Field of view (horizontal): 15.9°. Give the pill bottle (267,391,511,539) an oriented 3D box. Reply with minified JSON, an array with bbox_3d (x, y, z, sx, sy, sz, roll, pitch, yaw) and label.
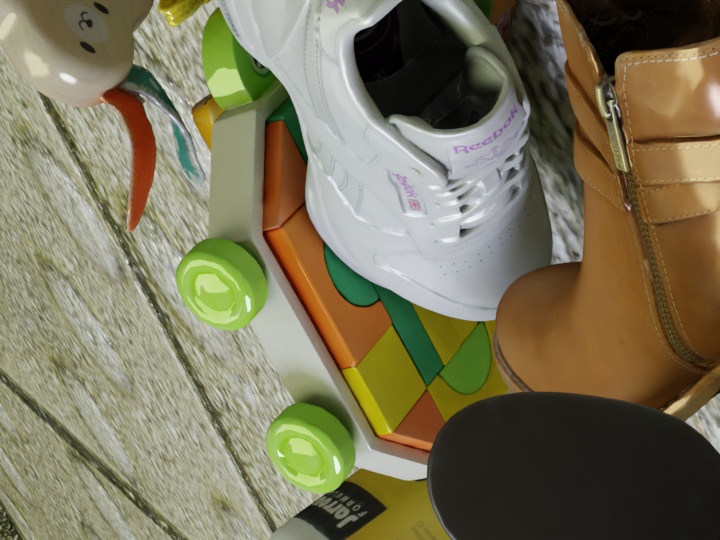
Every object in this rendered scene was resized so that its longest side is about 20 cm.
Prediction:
[{"bbox_3d":[0.032,0.122,0.996,0.112,0.199,0.112,49,163,21],"label":"pill bottle"}]

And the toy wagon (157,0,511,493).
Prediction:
[{"bbox_3d":[-0.007,-0.023,0.931,0.039,0.155,0.201,-13,114,38],"label":"toy wagon"}]

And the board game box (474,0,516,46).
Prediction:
[{"bbox_3d":[0.011,-0.131,0.825,0.095,0.030,0.200,33,162,10],"label":"board game box"}]

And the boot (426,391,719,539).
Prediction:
[{"bbox_3d":[0.065,0.079,0.798,0.185,0.065,0.200,22,173,-22],"label":"boot"}]

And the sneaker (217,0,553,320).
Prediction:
[{"bbox_3d":[0.020,-0.040,0.842,0.100,0.075,0.200,40,169,46],"label":"sneaker"}]

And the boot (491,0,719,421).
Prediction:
[{"bbox_3d":[0.087,-0.022,0.785,0.199,0.074,0.155,9,133,54],"label":"boot"}]

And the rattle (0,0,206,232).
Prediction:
[{"bbox_3d":[-0.101,-0.139,1.064,0.130,0.143,0.201,13,-139,-58],"label":"rattle"}]

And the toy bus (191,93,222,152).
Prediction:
[{"bbox_3d":[0.000,0.000,1.104,0.201,0.065,0.078,59,166,-10],"label":"toy bus"}]
